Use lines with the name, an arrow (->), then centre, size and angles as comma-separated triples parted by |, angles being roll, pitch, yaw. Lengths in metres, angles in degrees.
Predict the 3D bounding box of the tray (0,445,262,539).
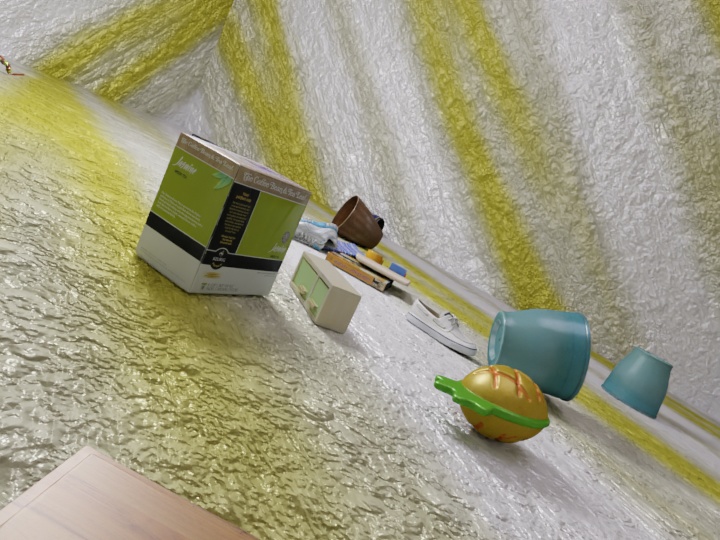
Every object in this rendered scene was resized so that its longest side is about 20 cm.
tray -> -0.090, 0.171, 0.273 | 0.197, 0.038, 0.099 | 28, 9, 1

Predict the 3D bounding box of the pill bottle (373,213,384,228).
pill bottle -> 0.051, -0.321, 3.394 | 0.198, 0.114, 0.111 | 32, 10, 33

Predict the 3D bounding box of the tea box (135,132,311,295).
tea box -> -0.208, -0.078, 0.837 | 0.132, 0.200, 0.199 | 30, 8, 24

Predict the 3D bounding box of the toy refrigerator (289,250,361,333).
toy refrigerator -> -0.074, 0.035, 0.998 | 0.069, 0.077, 0.200 | 22, 10, -27

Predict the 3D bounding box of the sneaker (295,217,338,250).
sneaker -> -0.149, -0.107, 1.654 | 0.196, 0.075, 0.088 | 4, 60, -32

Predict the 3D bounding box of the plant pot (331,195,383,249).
plant pot -> -0.002, -0.191, 2.322 | 0.199, 0.188, 0.187 | 39, 3, -22

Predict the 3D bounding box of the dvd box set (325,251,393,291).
dvd box set -> 0.000, 0.000, 1.593 | 0.197, 0.030, 0.146 | 29, 8, 11

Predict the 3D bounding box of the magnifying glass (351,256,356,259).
magnifying glass -> 0.015, -0.008, 1.732 | 0.079, 0.023, 0.199 | 18, 11, -45

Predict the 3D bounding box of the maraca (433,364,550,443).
maraca -> 0.196, 0.194, 0.785 | 0.197, 0.109, 0.136 | 18, 1, -31

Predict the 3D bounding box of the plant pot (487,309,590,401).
plant pot -> 0.399, 0.180, 1.223 | 0.184, 0.205, 0.200 | 11, 8, 2

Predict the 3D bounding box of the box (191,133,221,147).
box -> -0.899, -0.747, 3.204 | 0.197, 0.050, 0.198 | 30, 10, 11

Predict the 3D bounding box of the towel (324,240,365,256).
towel -> -0.084, -0.088, 1.793 | 0.196, 0.024, 0.145 | 14, 14, -24

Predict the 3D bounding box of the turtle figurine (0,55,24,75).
turtle figurine -> -1.329, -0.765, 1.898 | 0.197, 0.065, 0.161 | 25, 9, -14

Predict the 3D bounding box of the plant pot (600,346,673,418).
plant pot -> 0.987, 0.380, 1.864 | 0.197, 0.191, 0.200 | 25, 8, -4

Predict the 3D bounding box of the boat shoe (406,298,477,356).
boat shoe -> 0.206, 0.134, 1.295 | 0.198, 0.071, 0.070 | 32, 10, 30

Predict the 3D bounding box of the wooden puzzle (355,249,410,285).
wooden puzzle -> 0.078, -0.011, 1.654 | 0.183, 0.047, 0.200 | 29, 2, 5
